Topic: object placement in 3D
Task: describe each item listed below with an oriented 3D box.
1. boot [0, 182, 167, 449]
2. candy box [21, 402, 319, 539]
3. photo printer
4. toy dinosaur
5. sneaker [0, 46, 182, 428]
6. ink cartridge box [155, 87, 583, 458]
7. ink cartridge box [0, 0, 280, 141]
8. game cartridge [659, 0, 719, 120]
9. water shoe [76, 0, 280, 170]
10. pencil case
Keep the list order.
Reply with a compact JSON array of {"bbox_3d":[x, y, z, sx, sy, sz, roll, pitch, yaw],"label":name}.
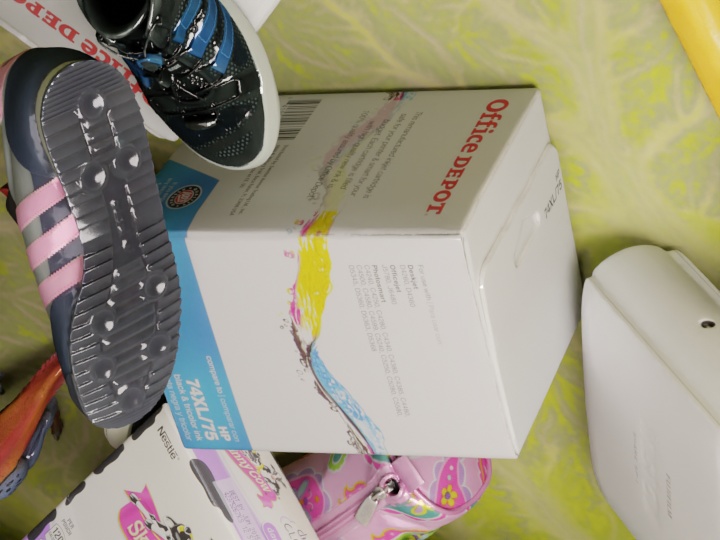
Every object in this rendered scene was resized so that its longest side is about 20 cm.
[{"bbox_3d":[-0.159,0.013,1.372,0.144,0.072,0.200,38,145,22],"label":"boot"},{"bbox_3d":[-0.114,0.197,1.376,0.200,0.071,0.168,-43,67,33],"label":"candy box"},{"bbox_3d":[0.188,0.103,1.202,0.069,0.200,0.167,-18,127,-14],"label":"photo printer"},{"bbox_3d":[-0.264,0.126,1.418,0.105,0.182,0.200,39,129,-7],"label":"toy dinosaur"},{"bbox_3d":[-0.142,-0.020,1.164,0.082,0.070,0.201,26,126,50],"label":"sneaker"},{"bbox_3d":[0.000,0.000,1.234,0.199,0.147,0.147,0,124,24],"label":"ink cartridge box"},{"bbox_3d":[-0.097,-0.187,1.178,0.146,0.084,0.200,36,130,-6],"label":"ink cartridge box"},{"bbox_3d":[0.228,-0.168,1.087,0.199,0.032,0.177,-18,116,31],"label":"game cartridge"},{"bbox_3d":[-0.106,-0.122,1.123,0.071,0.079,0.201,-10,121,28],"label":"water shoe"},{"bbox_3d":[-0.011,0.147,1.387,0.087,0.088,0.200,44,130,-12],"label":"pencil case"}]
